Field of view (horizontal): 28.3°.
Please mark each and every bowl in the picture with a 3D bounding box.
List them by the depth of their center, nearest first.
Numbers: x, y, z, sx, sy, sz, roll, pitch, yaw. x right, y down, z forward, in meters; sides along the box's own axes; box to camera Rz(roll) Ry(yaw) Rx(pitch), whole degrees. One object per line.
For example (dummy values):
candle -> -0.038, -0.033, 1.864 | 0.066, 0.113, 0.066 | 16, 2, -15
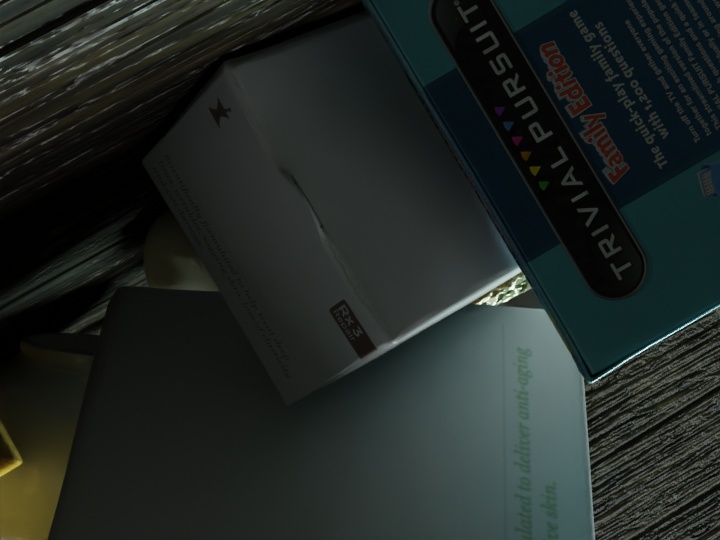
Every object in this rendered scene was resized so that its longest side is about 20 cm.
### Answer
bowl -> -0.143, 0.086, 0.783 | 0.201, 0.090, 0.201 | 8, -176, -1

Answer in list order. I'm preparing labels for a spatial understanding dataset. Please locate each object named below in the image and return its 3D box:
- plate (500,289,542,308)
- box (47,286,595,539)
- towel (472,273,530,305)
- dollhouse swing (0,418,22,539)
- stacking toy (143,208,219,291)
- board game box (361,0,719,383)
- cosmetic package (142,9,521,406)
plate -> 0.041, 0.060, 0.973 | 0.200, 0.032, 0.200 | -23, -154, -14
box -> -0.014, 0.135, 0.574 | 0.200, 0.199, 0.171 | 2, 135, 3
towel -> 0.000, 0.000, 0.788 | 0.200, 0.148, 0.036 | -33, 137, 2
dollhouse swing -> -0.229, 0.151, 0.623 | 0.200, 0.176, 0.182 | -30, 176, -11
stacking toy -> 0.003, -0.028, 0.712 | 0.200, 0.146, 0.146 | -50, -173, -29
board game box -> 0.121, -0.079, 0.466 | 0.200, 0.151, 0.047 | -30, 177, 5
cosmetic package -> 0.033, -0.045, 0.549 | 0.200, 0.113, 0.081 | -26, 174, -35
